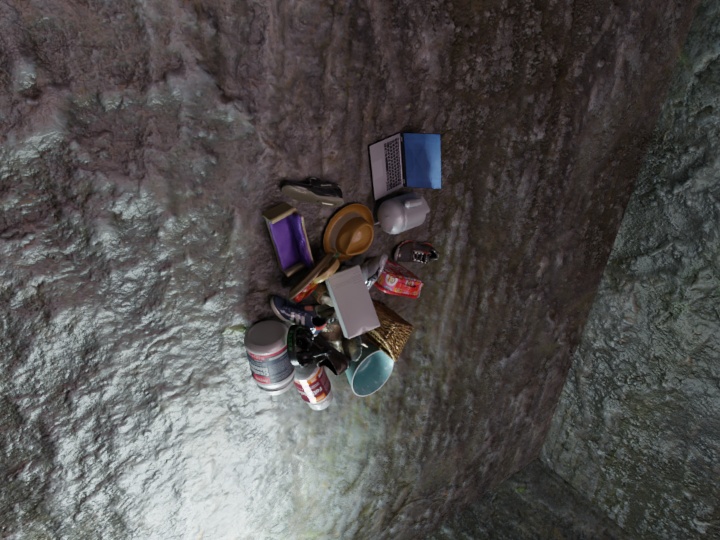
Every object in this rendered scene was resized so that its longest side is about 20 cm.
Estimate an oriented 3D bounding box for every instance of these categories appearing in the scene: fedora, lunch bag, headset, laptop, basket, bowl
[{"bbox_3d":[-0.021,-0.107,1.644,0.199,0.082,0.203,-21,128,-30],"label":"fedora"},{"bbox_3d":[0.121,0.031,1.789,0.198,0.176,0.083,13,107,-44],"label":"lunch bag"},{"bbox_3d":[-0.162,0.236,1.593,0.200,0.093,0.125,55,32,-64],"label":"headset"},{"bbox_3d":[0.142,-0.321,1.633,0.198,0.116,0.189,-28,131,-25],"label":"laptop"},{"bbox_3d":[0.060,0.206,1.825,0.142,0.199,0.150,17,104,-47],"label":"basket"},{"bbox_3d":[0.019,0.355,1.952,0.199,0.105,0.203,-23,130,-29],"label":"bowl"}]

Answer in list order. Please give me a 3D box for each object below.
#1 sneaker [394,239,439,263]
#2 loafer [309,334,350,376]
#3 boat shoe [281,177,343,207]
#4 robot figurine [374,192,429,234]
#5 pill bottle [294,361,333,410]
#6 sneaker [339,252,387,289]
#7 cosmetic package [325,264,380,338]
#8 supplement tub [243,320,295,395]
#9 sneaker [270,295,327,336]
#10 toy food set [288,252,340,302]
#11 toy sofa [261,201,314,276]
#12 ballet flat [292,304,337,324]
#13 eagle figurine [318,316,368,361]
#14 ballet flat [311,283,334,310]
[{"bbox_3d":[0.209,-0.061,1.878,0.198,0.082,0.078,-9,121,-38],"label":"sneaker"},{"bbox_3d":[-0.127,0.274,1.709,0.071,0.198,0.073,-49,163,-39],"label":"loafer"},{"bbox_3d":[-0.137,-0.231,1.492,0.198,0.071,0.069,6,75,-36],"label":"boat shoe"},{"bbox_3d":[0.135,-0.186,1.708,0.198,0.114,0.170,-22,165,-36],"label":"robot figurine"},{"bbox_3d":[-0.166,0.385,1.800,0.114,0.114,0.202,-36,133,-19],"label":"pill bottle"},{"bbox_3d":[0.000,0.000,1.683,0.201,0.114,0.075,-54,-174,37],"label":"sneaker"},{"bbox_3d":[-0.027,0.095,1.605,0.111,0.081,0.203,-18,93,-13],"label":"cosmetic package"},{"bbox_3d":[-0.276,0.269,1.611,0.139,0.140,0.202,-25,129,-28],"label":"supplement tub"},{"bbox_3d":[-0.185,0.126,1.613,0.084,0.076,0.199,-36,126,26],"label":"sneaker"},{"bbox_3d":[-0.137,0.019,1.564,0.049,0.198,0.200,44,100,-8],"label":"toy food set"},{"bbox_3d":[-0.203,-0.082,1.489,0.082,0.097,0.202,-30,133,-24],"label":"toy sofa"},{"bbox_3d":[-0.130,0.147,1.720,0.198,0.069,0.070,-18,127,-32],"label":"ballet flat"},{"bbox_3d":[-0.059,0.224,1.742,0.149,0.200,0.153,-7,88,6],"label":"eagle figurine"},{"bbox_3d":[-0.074,0.105,1.680,0.198,0.065,0.071,22,108,-32],"label":"ballet flat"}]
